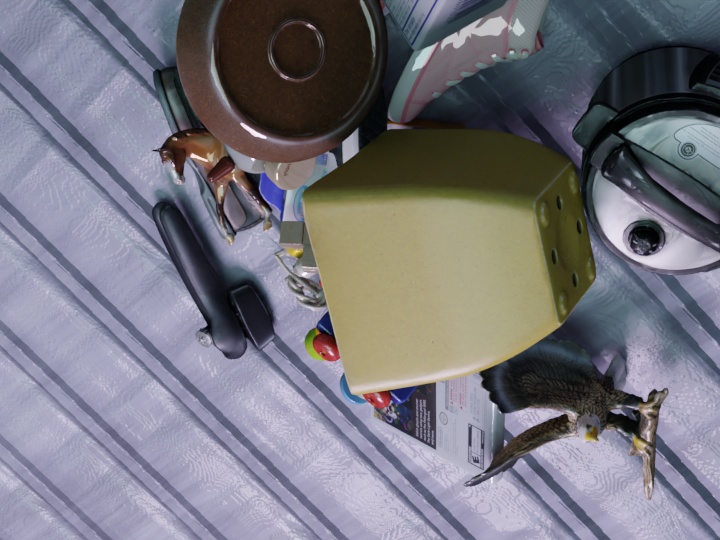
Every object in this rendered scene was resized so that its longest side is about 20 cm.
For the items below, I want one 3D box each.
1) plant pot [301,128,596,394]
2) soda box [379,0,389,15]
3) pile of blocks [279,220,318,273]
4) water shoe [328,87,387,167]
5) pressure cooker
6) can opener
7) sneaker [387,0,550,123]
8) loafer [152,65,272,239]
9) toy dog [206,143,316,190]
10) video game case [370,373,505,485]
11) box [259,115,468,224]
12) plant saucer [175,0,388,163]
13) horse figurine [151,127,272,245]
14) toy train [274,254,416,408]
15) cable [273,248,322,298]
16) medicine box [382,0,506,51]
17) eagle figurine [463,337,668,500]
[{"bbox_3d":[0.096,-0.018,1.258,0.199,0.195,0.195,-4,110,28],"label":"plant pot"},{"bbox_3d":[-0.030,-0.250,1.347,0.200,0.068,0.064,-31,109,26],"label":"soda box"},{"bbox_3d":[0.000,0.000,1.410,0.199,0.062,0.082,11,166,-30],"label":"pile of blocks"},{"bbox_3d":[-0.026,-0.171,1.325,0.079,0.072,0.201,7,119,26],"label":"water shoe"},{"bbox_3d":[0.287,-0.093,1.276,0.175,0.200,0.179,-5,118,14],"label":"pressure cooker"},{"bbox_3d":[-0.173,0.012,1.549,0.200,0.079,0.063,59,155,-16],"label":"can opener"},{"bbox_3d":[0.109,-0.205,1.328,0.104,0.075,0.201,31,112,-1],"label":"sneaker"},{"bbox_3d":[-0.152,-0.128,1.460,0.063,0.072,0.201,-20,120,2],"label":"loafer"},{"bbox_3d":[-0.112,-0.154,1.295,0.132,0.096,0.201,24,141,50],"label":"toy dog"},{"bbox_3d":[0.080,0.108,1.499,0.181,0.023,0.201,24,128,38],"label":"video game case"},{"bbox_3d":[0.002,-0.095,1.398,0.199,0.041,0.120,5,108,-11],"label":"box"},{"bbox_3d":[-0.059,-0.192,1.217,0.199,0.034,0.201,-4,100,-25],"label":"plant saucer"},{"bbox_3d":[-0.096,-0.117,1.422,0.199,0.050,0.133,-31,109,-10],"label":"horse figurine"},{"bbox_3d":[-0.030,0.063,1.487,0.200,0.085,0.116,44,156,-6],"label":"toy train"},{"bbox_3d":[-0.002,-0.041,1.465,0.097,0.050,0.200,48,122,4],"label":"cable"},{"bbox_3d":[0.053,-0.316,1.181,0.103,0.182,0.201,-29,86,-12],"label":"medicine box"},{"bbox_3d":[0.206,0.146,1.428,0.199,0.153,0.151,3,161,0],"label":"eagle figurine"}]
